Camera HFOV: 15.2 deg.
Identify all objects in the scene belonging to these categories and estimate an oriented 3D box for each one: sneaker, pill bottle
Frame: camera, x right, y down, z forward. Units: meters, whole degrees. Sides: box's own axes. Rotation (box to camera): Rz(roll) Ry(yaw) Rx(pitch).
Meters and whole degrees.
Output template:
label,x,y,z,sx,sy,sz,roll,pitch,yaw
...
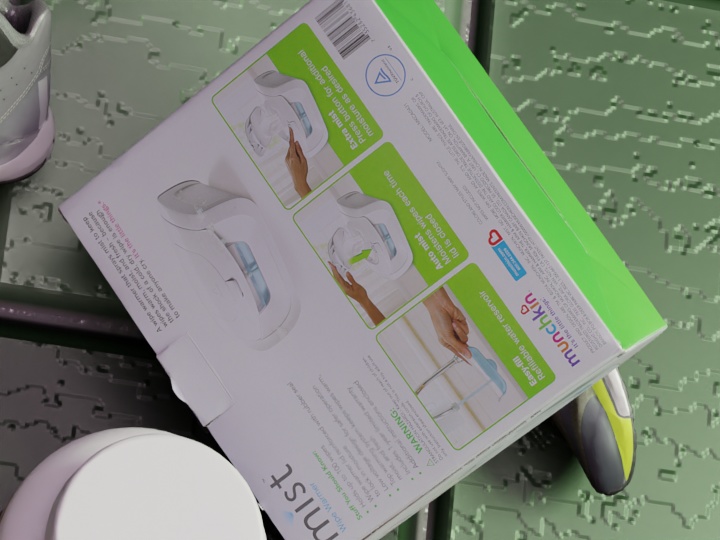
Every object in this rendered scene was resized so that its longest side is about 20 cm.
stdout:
label,x,y,z,sx,sy,sz,roll,pitch,yaw
sneaker,-0.228,-0.097,1.178,0.200,0.116,0.075,-5,38,-23
sneaker,0.054,0.028,1.256,0.081,0.074,0.200,-37,84,-6
pill bottle,-0.099,0.126,1.111,0.111,0.200,0.111,4,74,-14

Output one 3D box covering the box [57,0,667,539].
label,x,y,z,sx,sy,sz,roll,pitch,yaw
box,0.000,0.000,1.179,0.176,0.097,0.200,-39,82,18
